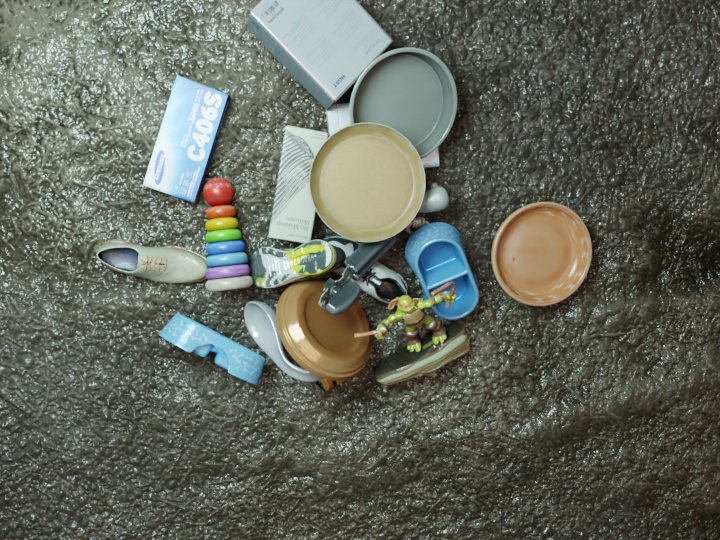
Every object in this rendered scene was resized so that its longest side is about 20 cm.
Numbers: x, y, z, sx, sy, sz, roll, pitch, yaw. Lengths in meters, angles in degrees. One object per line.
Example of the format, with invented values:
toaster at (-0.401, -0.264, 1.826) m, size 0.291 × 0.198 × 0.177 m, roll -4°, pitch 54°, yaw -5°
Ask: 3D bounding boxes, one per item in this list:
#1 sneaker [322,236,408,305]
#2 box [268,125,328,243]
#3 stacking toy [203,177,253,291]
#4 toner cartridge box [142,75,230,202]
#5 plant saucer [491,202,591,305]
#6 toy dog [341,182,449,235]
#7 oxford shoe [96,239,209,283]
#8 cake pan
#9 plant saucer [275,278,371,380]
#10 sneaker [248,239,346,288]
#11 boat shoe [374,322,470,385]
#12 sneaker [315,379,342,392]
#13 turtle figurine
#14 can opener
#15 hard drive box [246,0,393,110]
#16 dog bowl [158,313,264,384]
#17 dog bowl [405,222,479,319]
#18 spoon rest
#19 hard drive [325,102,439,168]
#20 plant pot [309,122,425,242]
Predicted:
sneaker at (0.009, 0.000, 1.180) m, size 0.199 × 0.080 × 0.074 m, roll 29°, pitch 96°, yaw -9°
box at (-0.113, -0.154, 1.145) m, size 0.082 × 0.068 × 0.201 m, roll 8°, pitch 97°, yaw -8°
stacking toy at (-0.244, -0.066, 1.134) m, size 0.085 × 0.085 × 0.201 m, roll -6°, pitch 92°, yaw -6°
toner cartridge box at (-0.306, -0.230, 1.121) m, size 0.095 × 0.043 × 0.201 m, roll 18°, pitch 96°, yaw -8°
plant saucer at (0.348, -0.033, 1.232) m, size 0.199 × 0.037 × 0.201 m, roll -1°, pitch 99°, yaw -6°
toy dog at (0.052, -0.136, 1.159) m, size 0.199 × 0.132 × 0.097 m, roll 2°, pitch 60°, yaw -12°
oxford shoe at (-0.369, -0.010, 1.131) m, size 0.199 × 0.074 × 0.071 m, roll 6°, pitch 97°, yaw -9°
cake pan at (0.072, -0.287, 1.107) m, size 0.199 × 0.037 × 0.201 m, roll -8°, pitch 119°, yaw -15°
plant saucer at (-0.057, 0.098, 1.136) m, size 0.200 × 0.201 × 0.037 m, roll 38°, pitch 131°, yaw -11°
sneaker at (-0.114, -0.007, 1.144) m, size 0.199 × 0.084 × 0.075 m, roll -6°, pitch 83°, yaw 32°
boat shoe at (0.126, 0.180, 1.231) m, size 0.199 × 0.072 × 0.076 m, roll -26°, pitch 117°, yaw -1°
sneaker at (-0.073, 0.124, 1.200) m, size 0.090 × 0.070 × 0.201 m, roll -24°, pitch 102°, yaw -16°
turtle figurine at (0.090, 0.090, 1.154) m, size 0.199 × 0.065 × 0.161 m, roll -30°, pitch 141°, yaw 1°
can opener at (0.000, 0.000, 1.122) m, size 0.066 × 0.053 × 0.200 m, roll 34°, pitch 69°, yaw 18°
hard drive box at (-0.071, -0.408, 1.095) m, size 0.200 × 0.077 × 0.156 m, roll 45°, pitch 81°, yaw -11°
dog bowl at (-0.262, 0.140, 1.147) m, size 0.199 × 0.111 × 0.050 m, roll 30°, pitch 80°, yaw -10°
dog bowl at (0.158, 0.008, 1.185) m, size 0.111 × 0.050 × 0.201 m, roll -23°, pitch 119°, yaw 5°
spoon rest at (-0.146, 0.131, 1.147) m, size 0.200 × 0.061 × 0.100 m, roll 37°, pitch 135°, yaw 21°
hard drive at (0.042, -0.248, 1.172) m, size 0.199 × 0.027 × 0.133 m, roll -8°, pitch 99°, yaw -6°
plant pot at (0.011, -0.150, 1.085) m, size 0.199 × 0.027 × 0.201 m, roll -1°, pitch 96°, yaw -5°
